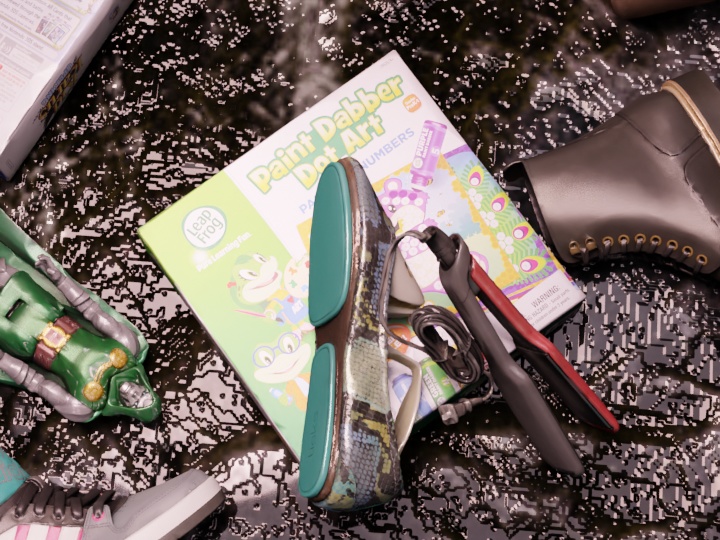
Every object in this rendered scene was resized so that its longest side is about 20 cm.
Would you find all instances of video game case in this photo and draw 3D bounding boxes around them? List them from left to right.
[{"bbox_3d":[-0.259,-0.185,0.878,0.199,0.045,0.182,31,80,7],"label":"video game case"}]

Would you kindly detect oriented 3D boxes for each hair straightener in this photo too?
[{"bbox_3d":[0.072,0.053,0.764,0.077,0.041,0.200,-49,123,-16],"label":"hair straightener"}]

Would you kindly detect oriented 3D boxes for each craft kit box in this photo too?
[{"bbox_3d":[0.000,0.000,0.835,0.199,0.049,0.198,-36,76,-8],"label":"craft kit box"}]

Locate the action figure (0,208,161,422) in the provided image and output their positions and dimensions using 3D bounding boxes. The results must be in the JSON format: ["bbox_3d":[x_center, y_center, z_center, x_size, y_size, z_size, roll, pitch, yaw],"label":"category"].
[{"bbox_3d":[-0.202,0.030,0.825,0.199,0.055,0.119,33,76,4],"label":"action figure"}]

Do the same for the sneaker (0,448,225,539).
[{"bbox_3d":[-0.188,0.134,0.786,0.199,0.084,0.121,-28,87,-5],"label":"sneaker"}]

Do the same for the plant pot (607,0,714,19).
[{"bbox_3d":[0.212,-0.245,0.832,0.174,0.200,0.202,-24,77,13],"label":"plant pot"}]

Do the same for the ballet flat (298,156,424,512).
[{"bbox_3d":[0.003,0.037,0.779,0.074,0.074,0.202,4,78,1],"label":"ballet flat"}]

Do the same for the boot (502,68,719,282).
[{"bbox_3d":[0.187,-0.008,0.826,0.137,0.078,0.201,-24,64,-1],"label":"boot"}]
